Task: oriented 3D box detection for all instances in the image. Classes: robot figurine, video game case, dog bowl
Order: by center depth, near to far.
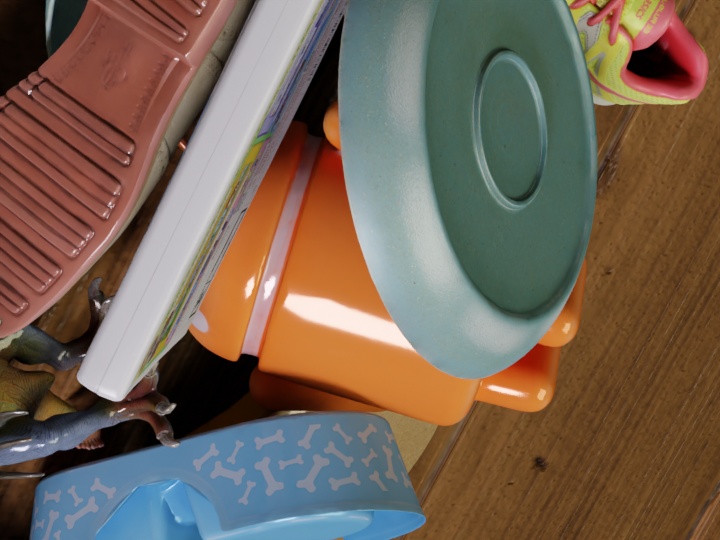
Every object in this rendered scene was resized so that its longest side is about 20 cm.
[{"bbox_3d":[-0.046,-0.054,0.968,0.201,0.022,0.182,-63,180,7],"label":"video game case"},{"bbox_3d":[-0.001,0.002,1.119,0.144,0.199,0.117,111,-3,-73],"label":"robot figurine"},{"bbox_3d":[-0.067,0.108,1.135,0.111,0.199,0.050,17,60,-58],"label":"dog bowl"}]

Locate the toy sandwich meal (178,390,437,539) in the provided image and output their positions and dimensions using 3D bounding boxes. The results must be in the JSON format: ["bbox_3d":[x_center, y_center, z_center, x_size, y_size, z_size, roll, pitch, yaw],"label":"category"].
[{"bbox_3d":[-0.031,0.083,1.281,0.205,0.070,0.206,-38,157,-19],"label":"toy sandwich meal"}]

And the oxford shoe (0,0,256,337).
[{"bbox_3d":[-0.089,-0.058,0.934,0.200,0.071,0.074,-53,165,17],"label":"oxford shoe"}]

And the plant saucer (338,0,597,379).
[{"bbox_3d":[0.052,-0.057,1.007,0.200,0.027,0.201,11,77,-60],"label":"plant saucer"}]

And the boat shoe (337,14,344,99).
[{"bbox_3d":[0.029,-0.103,1.149,0.072,0.075,0.201,-65,161,-49],"label":"boat shoe"}]

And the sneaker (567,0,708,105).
[{"bbox_3d":[0.110,-0.144,1.206,0.200,0.090,0.078,39,77,-47],"label":"sneaker"}]

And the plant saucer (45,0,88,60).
[{"bbox_3d":[-0.060,-0.157,0.971,0.201,0.039,0.201,-43,161,-18],"label":"plant saucer"}]

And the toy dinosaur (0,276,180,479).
[{"bbox_3d":[-0.170,0.069,1.014,0.181,0.105,0.200,-17,150,-23],"label":"toy dinosaur"}]
